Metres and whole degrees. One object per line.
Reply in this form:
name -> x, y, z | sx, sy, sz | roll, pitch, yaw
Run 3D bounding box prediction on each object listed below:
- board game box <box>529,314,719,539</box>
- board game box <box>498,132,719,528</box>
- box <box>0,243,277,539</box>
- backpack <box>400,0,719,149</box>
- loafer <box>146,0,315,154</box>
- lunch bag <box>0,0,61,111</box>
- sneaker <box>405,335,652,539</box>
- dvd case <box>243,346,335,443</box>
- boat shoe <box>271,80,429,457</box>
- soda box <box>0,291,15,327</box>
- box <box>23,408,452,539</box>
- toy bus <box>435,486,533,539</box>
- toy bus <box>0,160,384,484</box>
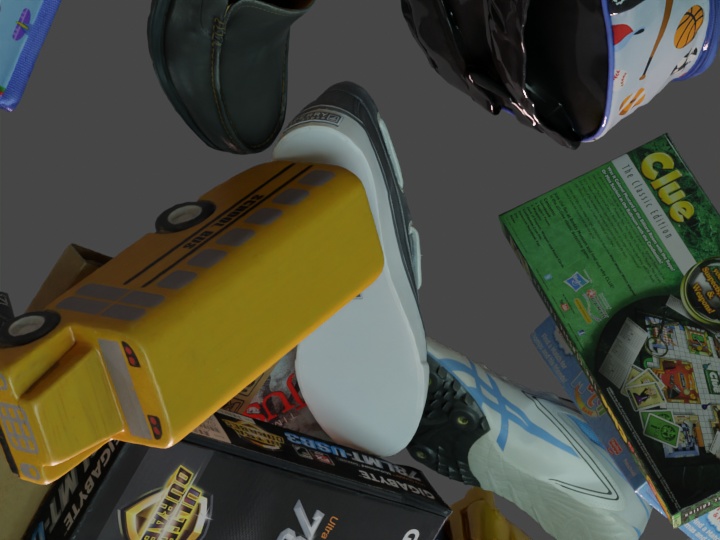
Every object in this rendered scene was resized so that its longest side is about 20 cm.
board game box -> 0.190, 0.117, 1.198 | 0.037, 0.151, 0.200 | -44, 125, 10
board game box -> 0.160, 0.027, 1.106 | 0.104, 0.201, 0.023 | -26, 148, -1
box -> -0.140, 0.090, 1.076 | 0.163, 0.021, 0.200 | 22, 107, -51
backpack -> 0.088, -0.162, 0.980 | 0.153, 0.200, 0.191 | -24, 131, -23
loafer -> -0.055, -0.128, 0.986 | 0.073, 0.072, 0.201 | -50, 148, -32
lunch bag -> -0.180, -0.196, 0.924 | 0.150, 0.094, 0.201 | 25, 96, -32
sneaker -> 0.085, 0.089, 1.206 | 0.200, 0.073, 0.072 | 36, 139, -22
dvd case -> -0.084, 0.080, 1.157 | 0.145, 0.022, 0.201 | -28, 126, -2
boat shoe -> 0.000, 0.000, 1.108 | 0.071, 0.068, 0.201 | -1, 119, 21
soda box -> -0.232, 0.104, 1.087 | 0.063, 0.071, 0.201 | 12, 116, -27
box -> -0.082, 0.170, 1.103 | 0.198, 0.050, 0.201 | 21, 108, -32
toy bus -> 0.026, 0.217, 1.223 | 0.200, 0.136, 0.192 | -36, 110, 14
toy bus -> -0.081, 0.022, 0.988 | 0.200, 0.078, 0.065 | -39, 124, -40
